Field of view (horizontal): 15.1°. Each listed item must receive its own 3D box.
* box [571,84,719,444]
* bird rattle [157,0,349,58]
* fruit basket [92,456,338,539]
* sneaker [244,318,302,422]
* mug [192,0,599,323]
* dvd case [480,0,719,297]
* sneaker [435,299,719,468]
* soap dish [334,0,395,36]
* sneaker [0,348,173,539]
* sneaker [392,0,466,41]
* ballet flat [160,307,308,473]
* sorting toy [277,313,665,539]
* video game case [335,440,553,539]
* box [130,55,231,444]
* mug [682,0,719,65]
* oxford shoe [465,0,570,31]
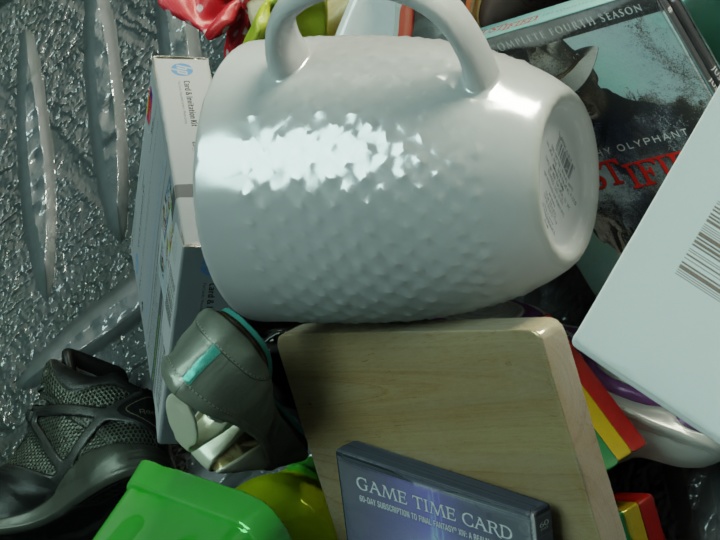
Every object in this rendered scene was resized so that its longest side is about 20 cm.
[{"bbox_3d":[0.215,0.008,1.272,0.106,0.200,0.153,34,100,31],"label":"box"},{"bbox_3d":[-0.030,-0.182,1.766,0.163,0.113,0.200,-46,30,8],"label":"bird rattle"},{"bbox_3d":[-0.050,0.188,1.548,0.155,0.215,0.216,13,83,50],"label":"fruit basket"},{"bbox_3d":[-0.038,0.060,1.637,0.200,0.091,0.076,20,88,53],"label":"sneaker"},{"bbox_3d":[0.019,-0.067,1.374,0.175,0.200,0.148,0,38,25],"label":"mug"},{"bbox_3d":[0.148,-0.052,1.415,0.146,0.200,0.022,-12,27,45],"label":"dvd case"},{"bbox_3d":[0.122,0.078,1.478,0.200,0.075,0.100,18,123,39],"label":"sneaker"},{"bbox_3d":[0.056,-0.090,1.607,0.200,0.081,0.158,22,89,51],"label":"soap dish"},{"bbox_3d":[-0.205,0.127,1.808,0.199,0.076,0.115,-31,50,32],"label":"sneaker"},{"bbox_3d":[0.059,-0.113,1.500,0.082,0.077,0.200,44,122,37],"label":"sneaker"},{"bbox_3d":[-0.074,0.077,1.488,0.067,0.200,0.064,40,79,18],"label":"ballet flat"},{"bbox_3d":[0.071,0.112,1.437,0.200,0.070,0.199,-2,110,48],"label":"sorting toy"},{"bbox_3d":[0.051,0.198,1.430,0.143,0.019,0.201,15,118,44],"label":"video game case"},{"bbox_3d":[-0.111,-0.014,1.704,0.200,0.041,0.156,-106,21,-51],"label":"box"},{"bbox_3d":[0.179,-0.162,1.476,0.152,0.114,0.185,37,102,49],"label":"mug"},{"bbox_3d":[0.133,-0.174,1.390,0.200,0.071,0.073,-42,52,28],"label":"oxford shoe"}]
